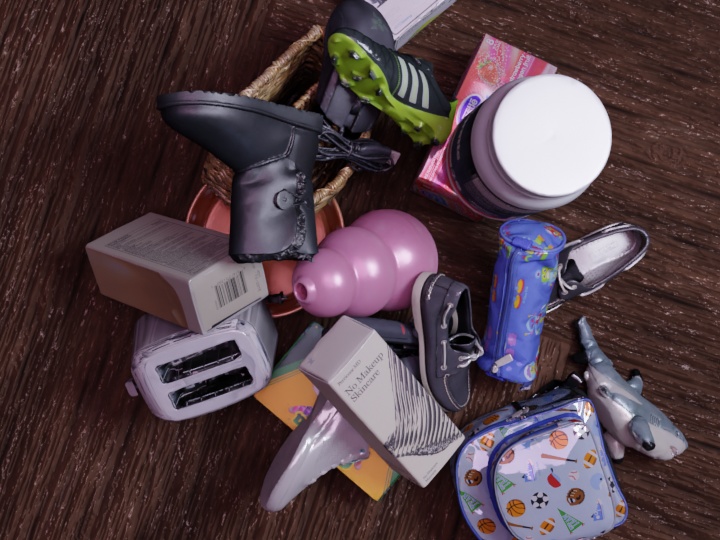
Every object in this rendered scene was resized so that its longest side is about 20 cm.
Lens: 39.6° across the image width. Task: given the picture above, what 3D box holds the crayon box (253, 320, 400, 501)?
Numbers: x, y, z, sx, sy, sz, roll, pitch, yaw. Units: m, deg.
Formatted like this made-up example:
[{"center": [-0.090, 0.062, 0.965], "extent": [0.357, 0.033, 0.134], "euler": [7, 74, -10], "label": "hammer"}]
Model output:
[{"center": [-0.018, 0.170, 1.220], "extent": [0.200, 0.058, 0.119], "euler": [40, 86, 2], "label": "crayon box"}]

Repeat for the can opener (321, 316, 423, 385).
[{"center": [0.035, 0.083, 1.179], "extent": [0.063, 0.200, 0.079], "euler": [-39, 54, 24], "label": "can opener"}]

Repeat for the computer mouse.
[{"center": [0.002, -0.219, 1.156], "extent": [0.138, 0.053, 0.200], "euler": [9, 85, -39], "label": "computer mouse"}]

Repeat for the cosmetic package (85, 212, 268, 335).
[{"center": [-0.213, -0.001, 1.150], "extent": [0.105, 0.200, 0.071], "euler": [-32, 124, -36], "label": "cosmetic package"}]

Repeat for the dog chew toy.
[{"center": [0.000, 0.000, 1.169], "extent": [0.200, 0.124, 0.125], "euler": [-21, 85, -45], "label": "dog chew toy"}]

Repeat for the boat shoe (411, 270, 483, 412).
[{"center": [0.110, 0.093, 1.181], "extent": [0.063, 0.073, 0.200], "euler": [8, 127, 33], "label": "boat shoe"}]

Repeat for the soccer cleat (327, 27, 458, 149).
[{"center": [0.038, -0.217, 1.122], "extent": [0.200, 0.067, 0.081], "euler": [38, 64, -39], "label": "soccer cleat"}]

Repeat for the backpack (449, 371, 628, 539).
[{"center": [0.204, 0.245, 1.181], "extent": [0.190, 0.154, 0.200], "euler": [-18, 89, 7], "label": "backpack"}]

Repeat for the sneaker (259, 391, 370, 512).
[{"center": [-0.035, 0.206, 1.157], "extent": [0.088, 0.075, 0.200], "euler": [36, 87, -15], "label": "sneaker"}]

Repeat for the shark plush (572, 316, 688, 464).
[{"center": [0.322, 0.153, 1.248], "extent": [0.083, 0.091, 0.200], "euler": [-25, 65, -23], "label": "shark plush"}]

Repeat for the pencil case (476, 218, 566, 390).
[{"center": [0.187, 0.041, 1.185], "extent": [0.078, 0.087, 0.200], "euler": [18, 117, 22], "label": "pencil case"}]

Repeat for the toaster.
[{"center": [-0.175, 0.094, 1.167], "extent": [0.200, 0.129, 0.114], "euler": [-18, 112, 4], "label": "toaster"}]

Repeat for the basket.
[{"center": [-0.070, -0.155, 1.170], "extent": [0.143, 0.149, 0.200], "euler": [40, 61, 3], "label": "basket"}]

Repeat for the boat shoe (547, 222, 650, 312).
[{"center": [0.267, 0.000, 1.240], "extent": [0.200, 0.060, 0.074], "euler": [-24, 92, -2], "label": "boat shoe"}]

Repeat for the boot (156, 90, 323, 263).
[{"center": [-0.122, -0.092, 1.041], "extent": [0.200, 0.076, 0.168], "euler": [5, 87, -41], "label": "boot"}]

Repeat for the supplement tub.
[{"center": [0.178, -0.131, 1.084], "extent": [0.140, 0.200, 0.141], "euler": [0, 88, -7], "label": "supplement tub"}]

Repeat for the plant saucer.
[{"center": [-0.119, -0.040, 1.248], "extent": [0.200, 0.032, 0.201], "euler": [0, 86, -1], "label": "plant saucer"}]

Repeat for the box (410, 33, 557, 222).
[{"center": [0.149, -0.174, 1.234], "extent": [0.102, 0.095, 0.200], "euler": [26, 85, -1], "label": "box"}]

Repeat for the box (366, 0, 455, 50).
[{"center": [0.020, -0.390, 1.266], "extent": [0.117, 0.060, 0.200], "euler": [-42, 87, -5], "label": "box"}]

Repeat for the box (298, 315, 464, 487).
[{"center": [0.026, 0.147, 1.108], "extent": [0.082, 0.068, 0.200], "euler": [-49, 123, -14], "label": "box"}]
